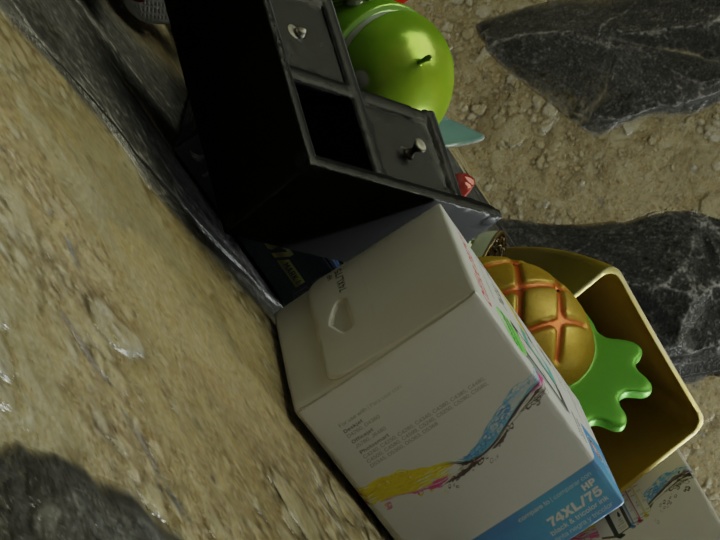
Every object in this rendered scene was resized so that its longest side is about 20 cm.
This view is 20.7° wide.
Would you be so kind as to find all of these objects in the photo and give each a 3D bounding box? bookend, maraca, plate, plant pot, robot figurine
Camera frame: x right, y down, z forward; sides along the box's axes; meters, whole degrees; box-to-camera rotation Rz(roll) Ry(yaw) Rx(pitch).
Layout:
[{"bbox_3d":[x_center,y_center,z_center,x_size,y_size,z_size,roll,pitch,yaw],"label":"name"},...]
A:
[{"bbox_3d":[-0.020,-0.114,1.411,0.199,0.092,0.200,14,50,-45],"label":"bookend"},{"bbox_3d":[0.134,0.060,1.566,0.199,0.137,0.107,30,-38,17],"label":"maraca"},{"bbox_3d":[0.009,-0.119,1.714,0.200,0.198,0.026,-62,149,-80],"label":"plate"},{"bbox_3d":[0.148,0.093,1.754,0.201,0.200,0.176,56,-7,-31],"label":"plant pot"},{"bbox_3d":[-0.007,-0.162,1.546,0.199,0.115,0.177,30,-43,43],"label":"robot figurine"}]

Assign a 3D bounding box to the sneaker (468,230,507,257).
[{"bbox_3d":[0.047,0.023,1.681,0.200,0.089,0.068,-48,142,-46],"label":"sneaker"}]

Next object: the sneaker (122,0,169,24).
[{"bbox_3d":[-0.140,-0.257,1.602,0.114,0.076,0.199,51,28,20],"label":"sneaker"}]

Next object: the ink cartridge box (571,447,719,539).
[{"bbox_3d":[0.258,0.266,1.804,0.201,0.144,0.148,-114,180,-46],"label":"ink cartridge box"}]

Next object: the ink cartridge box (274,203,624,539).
[{"bbox_3d":[0.058,0.092,1.352,0.200,0.145,0.147,53,9,-26],"label":"ink cartridge box"}]

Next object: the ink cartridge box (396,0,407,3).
[{"bbox_3d":[-0.064,-0.263,1.792,0.163,0.199,0.057,55,-11,-9],"label":"ink cartridge box"}]

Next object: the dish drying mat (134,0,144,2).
[{"bbox_3d":[-0.181,-0.273,1.502,0.076,0.018,0.201,27,33,-14],"label":"dish drying mat"}]

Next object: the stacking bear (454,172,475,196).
[{"bbox_3d":[-0.008,-0.110,1.863,0.200,0.114,0.121,45,-11,-8],"label":"stacking bear"}]

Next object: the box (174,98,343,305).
[{"bbox_3d":[-0.074,-0.069,1.515,0.158,0.051,0.200,54,9,-15],"label":"box"}]
